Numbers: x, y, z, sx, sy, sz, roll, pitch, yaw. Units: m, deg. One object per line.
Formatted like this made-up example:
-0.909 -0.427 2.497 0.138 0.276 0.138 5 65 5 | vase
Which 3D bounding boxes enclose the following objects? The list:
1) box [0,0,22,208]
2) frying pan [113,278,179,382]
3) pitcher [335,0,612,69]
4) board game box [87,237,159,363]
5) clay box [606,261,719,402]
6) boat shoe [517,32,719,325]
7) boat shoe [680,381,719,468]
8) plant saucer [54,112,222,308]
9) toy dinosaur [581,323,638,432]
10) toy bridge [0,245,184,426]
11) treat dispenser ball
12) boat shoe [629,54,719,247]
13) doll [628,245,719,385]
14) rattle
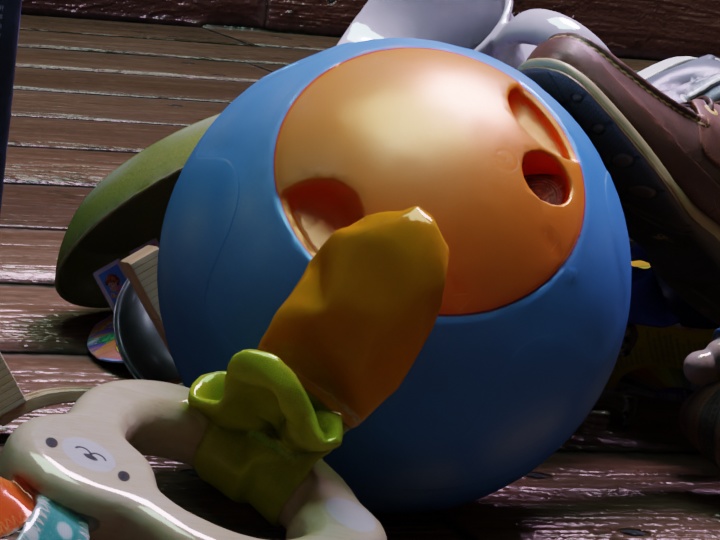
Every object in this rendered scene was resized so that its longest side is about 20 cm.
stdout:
-0.236 -0.054 1.374 0.107 0.200 0.148 4 10 -19 | box
-0.039 0.005 1.385 0.115 0.031 0.190 35 52 15 | frying pan
0.102 -0.066 1.505 0.171 0.121 0.200 11 -33 53 | pitcher
-0.056 -0.016 1.473 0.200 0.039 0.158 -33 18 -29 | board game box
0.192 0.027 1.467 0.200 0.048 0.115 11 -30 19 | clay box
0.142 -0.048 1.283 0.072 0.068 0.200 6 -29 51 | boat shoe
0.232 0.062 1.342 0.200 0.072 0.068 -5 15 -43 | boat shoe
-0.079 -0.042 1.549 0.200 0.031 0.200 -24 -16 -7 | plant saucer
0.088 0.046 1.428 0.101 0.058 0.200 8 9 17 | toy dinosaur
-0.086 0.021 1.292 0.200 0.067 0.027 -31 10 -13 | toy bridge
0.015 0.002 1.202 0.201 0.201 0.201 6 9 -1 | treat dispenser ball
0.127 -0.047 1.347 0.062 0.073 0.200 10 32 43 | boat shoe
0.166 0.002 1.386 0.200 0.049 0.137 3 43 9 | doll
-0.061 0.052 1.022 0.200 0.143 0.130 8 45 -44 | rattle
